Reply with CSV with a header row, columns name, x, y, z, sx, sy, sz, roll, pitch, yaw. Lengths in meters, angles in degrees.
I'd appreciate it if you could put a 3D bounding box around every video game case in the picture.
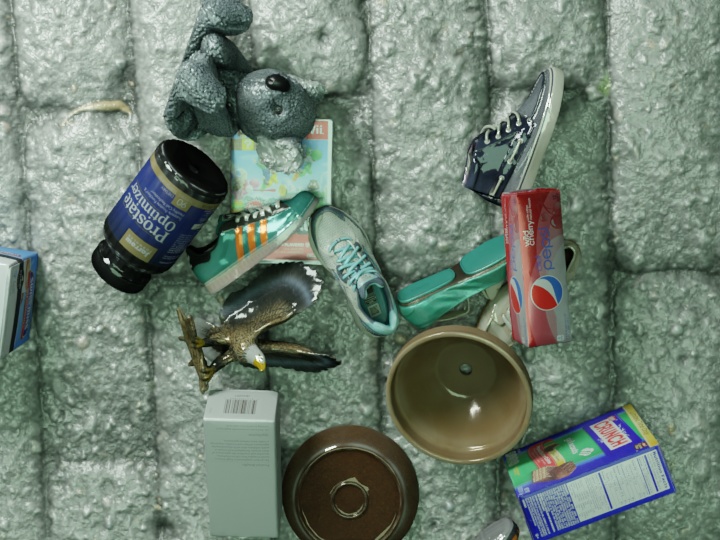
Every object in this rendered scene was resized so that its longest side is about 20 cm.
name,x,y,z,sx,sy,sz,roll,pitch,yaw
video game case,-0.109,-0.109,1.645,0.141,0.017,0.203,2,97,2

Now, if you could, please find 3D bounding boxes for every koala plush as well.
name,x,y,z,sx,sy,sz,roll,pitch,yaw
koala plush,-0.146,-0.226,1.565,0.198,0.184,0.179,20,59,-11

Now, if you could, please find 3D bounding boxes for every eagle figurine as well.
name,x,y,z,sx,sy,sz,roll,pitch,yaw
eagle figurine,-0.139,0.091,1.621,0.198,0.152,0.152,-21,66,-17

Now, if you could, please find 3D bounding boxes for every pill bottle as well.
name,x,y,z,sx,sy,sz,roll,pitch,yaw
pill bottle,-0.274,-0.068,1.595,0.112,0.112,0.200,39,113,-3

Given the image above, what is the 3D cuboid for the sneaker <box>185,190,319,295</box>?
name,x,y,z,sx,sy,sz,roll,pitch,yaw
sneaker,-0.149,-0.055,1.609,0.199,0.071,0.080,-37,99,8

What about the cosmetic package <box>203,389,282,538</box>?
name,x,y,z,sx,sy,sz,roll,pitch,yaw
cosmetic package,-0.160,0.267,1.638,0.100,0.074,0.202,3,119,1

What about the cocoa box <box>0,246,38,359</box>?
name,x,y,z,sx,sy,sz,roll,pitch,yaw
cocoa box,-0.556,0.031,1.619,0.197,0.131,0.135,9,98,0

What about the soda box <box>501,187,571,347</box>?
name,x,y,z,sx,sy,sz,roll,pitch,yaw
soda box,0.230,-0.005,1.564,0.063,0.070,0.203,-7,96,-10

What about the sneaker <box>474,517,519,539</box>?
name,x,y,z,sx,sy,sz,roll,pitch,yaw
sneaker,0.193,0.449,1.686,0.111,0.078,0.201,29,108,-6

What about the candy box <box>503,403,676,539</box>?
name,x,y,z,sx,sy,sz,roll,pitch,yaw
candy box,0.304,0.271,1.605,0.198,0.169,0.078,-21,100,4

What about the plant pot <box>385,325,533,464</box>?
name,x,y,z,sx,sy,sz,roll,pitch,yaw
plant pot,0.139,0.154,1.619,0.198,0.093,0.203,6,116,11

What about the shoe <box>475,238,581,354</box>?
name,x,y,z,sx,sy,sz,roll,pitch,yaw
shoe,0.228,0.037,1.635,0.070,0.053,0.200,39,97,-3

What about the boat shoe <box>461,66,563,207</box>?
name,x,y,z,sx,sy,sz,roll,pitch,yaw
boat shoe,0.202,-0.184,1.596,0.092,0.075,0.202,16,98,-8

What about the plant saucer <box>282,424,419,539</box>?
name,x,y,z,sx,sy,sz,roll,pitch,yaw
plant saucer,-0.015,0.322,1.690,0.197,0.034,0.203,0,97,1

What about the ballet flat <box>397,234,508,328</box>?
name,x,y,z,sx,sy,sz,roll,pitch,yaw
ballet flat,0.146,0.019,1.638,0.198,0.068,0.071,-28,120,5

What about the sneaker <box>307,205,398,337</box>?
name,x,y,z,sx,sy,sz,roll,pitch,yaw
sneaker,0.000,0.000,1.614,0.077,0.086,0.201,-33,101,-9
